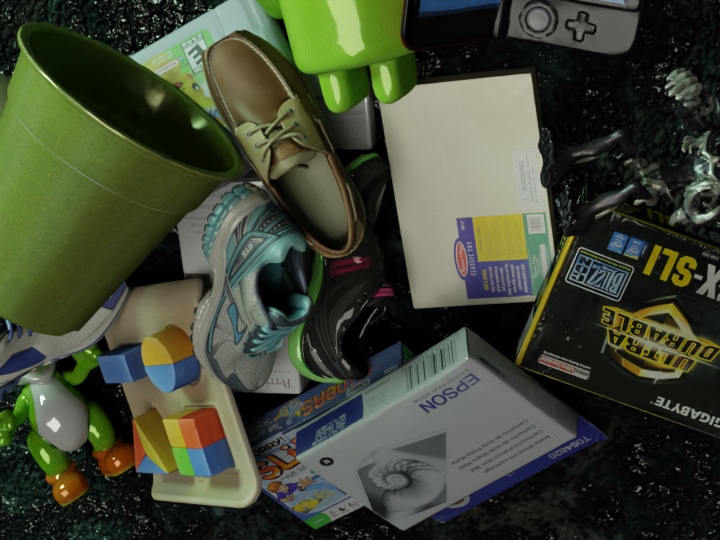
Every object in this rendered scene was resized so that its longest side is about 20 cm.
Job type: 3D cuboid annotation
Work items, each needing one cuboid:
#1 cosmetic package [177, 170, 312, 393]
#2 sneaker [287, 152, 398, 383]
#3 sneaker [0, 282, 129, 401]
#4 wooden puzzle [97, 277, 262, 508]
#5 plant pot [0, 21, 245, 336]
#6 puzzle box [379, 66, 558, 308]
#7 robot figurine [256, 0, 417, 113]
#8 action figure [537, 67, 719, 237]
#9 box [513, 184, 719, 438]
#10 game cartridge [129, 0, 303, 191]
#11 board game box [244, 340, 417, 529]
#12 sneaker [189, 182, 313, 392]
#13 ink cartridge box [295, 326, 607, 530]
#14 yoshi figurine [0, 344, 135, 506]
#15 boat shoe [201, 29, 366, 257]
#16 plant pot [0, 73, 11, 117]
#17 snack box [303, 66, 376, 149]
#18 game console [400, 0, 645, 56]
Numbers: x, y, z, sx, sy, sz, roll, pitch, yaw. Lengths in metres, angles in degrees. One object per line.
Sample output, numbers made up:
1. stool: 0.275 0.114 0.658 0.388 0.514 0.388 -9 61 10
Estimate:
1. cosmetic package: -0.098 0.006 1.346 0.101 0.074 0.201 0 110 17
2. sneaker: 0.000 0.000 1.294 0.083 0.077 0.201 16 101 26
3. sneaker: -0.293 0.045 1.318 0.199 0.115 0.081 -39 78 -11
4. wooden puzzle: -0.174 0.114 1.360 0.185 0.046 0.201 -7 99 54
5. plant pot: -0.224 -0.059 1.189 0.200 0.200 0.190 36 106 0
6. puzzle box: 0.094 -0.066 1.287 0.132 0.025 0.201 -3 110 17
7. robot figurine: -0.009 -0.229 1.197 0.175 0.116 0.201 -9 104 21
8. action figure: 0.243 -0.082 1.166 0.199 0.102 0.119 -11 72 -5
9. box: 0.247 0.037 1.258 0.199 0.049 0.160 20 113 -1
10. game cartridge: -0.142 -0.131 1.276 0.199 0.040 0.134 -29 81 10
11. board game box: -0.005 0.151 1.365 0.200 0.035 0.135 -30 129 25
12. sneaker: -0.082 0.032 1.222 0.086 0.077 0.201 35 140 31
13. ink cartridge box: 0.080 0.153 1.314 0.199 0.041 0.200 -34 128 29
14. yoshi figurine: -0.288 0.112 1.422 0.112 0.112 0.201 -26 95 28
15. boat shoe: -0.054 -0.098 1.203 0.075 0.074 0.200 -33 102 4
16. plant pot: -0.315 -0.083 1.320 0.134 0.200 0.201 3 113 -6
17. snack box: -0.086 -0.142 1.309 0.199 0.024 0.072 2 112 15
18. game console: 0.135 -0.258 1.146 0.171 0.119 0.201 12 115 11
